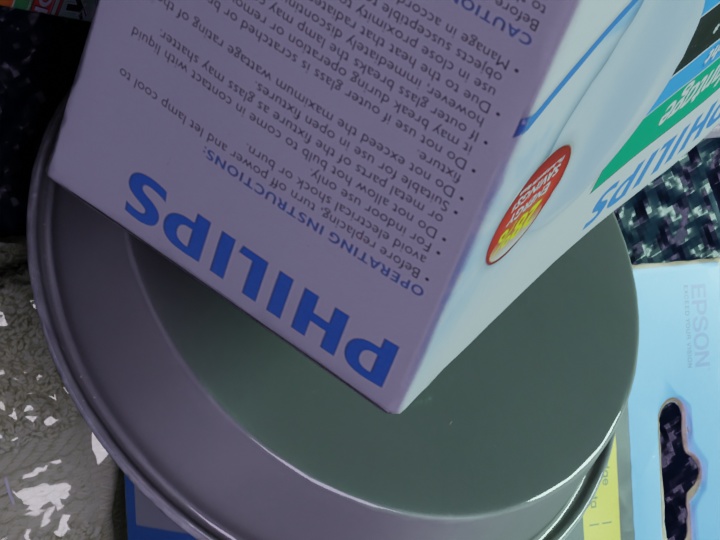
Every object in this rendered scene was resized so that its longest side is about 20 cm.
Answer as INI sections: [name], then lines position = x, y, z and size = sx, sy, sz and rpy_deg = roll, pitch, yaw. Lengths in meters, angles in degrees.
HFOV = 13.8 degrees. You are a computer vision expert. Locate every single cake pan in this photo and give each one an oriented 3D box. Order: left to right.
[cake pan]
position = 0.000, 0.000, 0.877
size = 0.200, 0.201, 0.037
rpy_deg = 7, 150, -28

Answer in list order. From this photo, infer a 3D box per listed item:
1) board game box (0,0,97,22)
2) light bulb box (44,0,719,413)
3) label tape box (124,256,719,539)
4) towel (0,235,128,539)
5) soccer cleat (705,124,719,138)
[board game box]
position = -0.084, -0.152, 0.785
size = 0.134, 0.029, 0.200
rpy_deg = 9, 135, -12
[light bulb box]
position = 0.040, -0.104, 0.787
size = 0.198, 0.125, 0.200
rpy_deg = -40, 159, -46
[label tape box]
position = 0.024, 0.072, 0.951
size = 0.200, 0.063, 0.145
rpy_deg = -5, 93, -35
[towel]
position = -0.164, 0.077, 0.902
size = 0.199, 0.036, 0.149
rpy_deg = -15, 114, -21
[soccer cleat]
position = 0.161, -0.080, 0.974
size = 0.199, 0.086, 0.070
rpy_deg = -18, 116, -20
